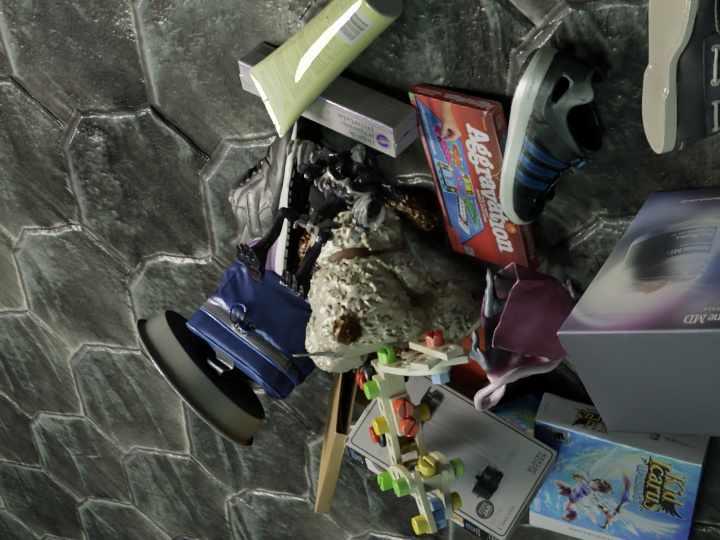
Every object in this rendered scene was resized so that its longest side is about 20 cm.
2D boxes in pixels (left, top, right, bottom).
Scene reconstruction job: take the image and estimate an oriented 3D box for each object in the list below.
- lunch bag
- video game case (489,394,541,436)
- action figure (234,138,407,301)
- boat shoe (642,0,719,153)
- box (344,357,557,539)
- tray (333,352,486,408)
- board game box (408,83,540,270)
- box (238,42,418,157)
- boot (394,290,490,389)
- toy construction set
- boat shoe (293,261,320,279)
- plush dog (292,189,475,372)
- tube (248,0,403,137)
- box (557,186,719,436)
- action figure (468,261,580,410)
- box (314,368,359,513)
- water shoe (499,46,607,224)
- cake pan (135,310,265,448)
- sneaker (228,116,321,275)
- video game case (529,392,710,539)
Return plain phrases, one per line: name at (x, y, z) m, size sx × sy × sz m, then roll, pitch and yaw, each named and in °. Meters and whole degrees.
lunch bag at (-0.115, 0.073, 1.591) m, size 0.136 × 0.132 × 0.200 m, roll 36°, pitch 175°, yaw 11°
video game case at (0.173, 0.218, 1.609) m, size 0.143 × 0.018 × 0.200 m, roll 42°, pitch 138°, yaw -19°
action figure at (-0.029, -0.068, 1.343) m, size 0.119 × 0.200 × 0.102 m, roll 33°, pitch 157°, yaw 6°
boat shoe at (0.266, -0.183, 1.087) m, size 0.063 × 0.073 × 0.200 m, roll -8°, pitch 132°, yaw -7°
box at (0.096, 0.196, 1.476) m, size 0.200 × 0.117 × 0.060 m, roll 29°, pitch 164°, yaw 14°
tray at (0.057, 0.148, 1.666) m, size 0.200 × 0.037 × 0.099 m, roll 21°, pitch 142°, yaw 24°
board game box at (0.113, -0.087, 1.347) m, size 0.103 × 0.019 × 0.200 m, roll 19°, pitch 141°, yaw 39°
box at (-0.034, -0.171, 1.368) m, size 0.200 × 0.041 × 0.039 m, roll 26°, pitch 145°, yaw 27°
boot at (0.098, 0.100, 1.543) m, size 0.107 × 0.075 × 0.200 m, roll 44°, pitch 145°, yaw -15°
toy construction set at (0.053, 0.151, 1.381) m, size 0.131 × 0.092 × 0.201 m, roll -140°, pitch 50°, yaw -67°
boat shoe at (-0.042, -0.009, 1.559) m, size 0.201 × 0.074 × 0.063 m, roll 34°, pitch 115°, yaw 22°
plush dog at (0.000, 0.000, 1.429) m, size 0.200 × 0.172 × 0.160 m, roll -16°, pitch 161°, yaw 26°
tube at (-0.038, -0.208, 1.304) m, size 0.052 × 0.058 × 0.200 m, roll 28°, pitch 139°, yaw -24°
box at (0.306, 0.029, 1.148) m, size 0.200 × 0.198 × 0.123 m, roll -4°, pitch 127°, yaw 45°
action figure at (0.212, 0.055, 1.312) m, size 0.199 × 0.149 × 0.134 m, roll 7°, pitch 155°, yaw -8°
box at (-0.025, 0.167, 1.596) m, size 0.021 × 0.164 × 0.200 m, roll 9°, pitch 144°, yaw -4°
water shoe at (0.173, -0.106, 1.233) m, size 0.079 × 0.072 × 0.200 m, roll 20°, pitch 144°, yaw 18°
cake pan at (-0.184, 0.122, 1.623) m, size 0.200 × 0.037 × 0.200 m, roll 48°, pitch -176°, yaw -5°
sneaker at (-0.100, -0.089, 1.465) m, size 0.087 × 0.076 × 0.200 m, roll 19°, pitch 121°, yaw 14°
video game case at (0.280, 0.234, 1.516) m, size 0.181 × 0.046 × 0.200 m, roll 13°, pitch 139°, yaw 17°
